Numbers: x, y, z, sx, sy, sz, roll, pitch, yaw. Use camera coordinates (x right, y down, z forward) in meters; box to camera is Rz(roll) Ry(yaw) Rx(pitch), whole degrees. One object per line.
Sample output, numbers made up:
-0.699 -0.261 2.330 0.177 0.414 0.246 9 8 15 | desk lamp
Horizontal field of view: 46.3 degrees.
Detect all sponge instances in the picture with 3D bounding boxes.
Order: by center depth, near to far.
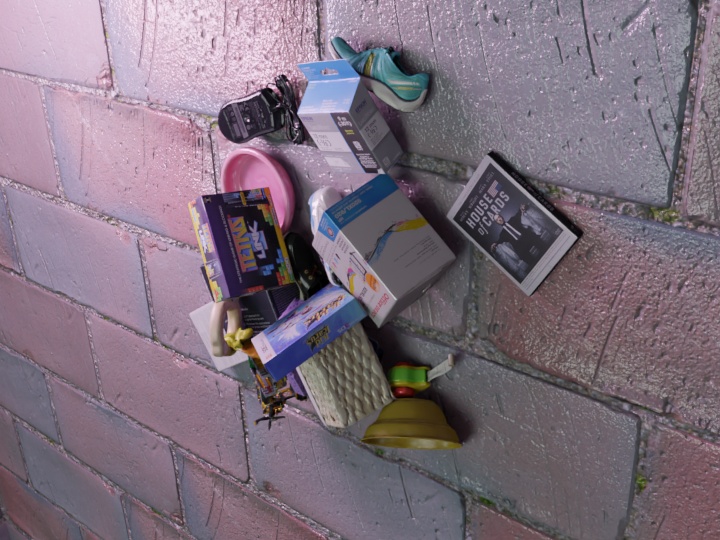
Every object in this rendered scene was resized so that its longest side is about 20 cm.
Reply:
-0.125 0.159 1.729 0.030 0.112 0.201 19 149 30 | sponge

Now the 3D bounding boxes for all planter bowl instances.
0.100 0.295 1.635 0.200 0.200 0.084 -14 65 45 | planter bowl

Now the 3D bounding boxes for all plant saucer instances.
-0.204 -0.159 1.737 0.200 0.051 0.202 21 124 35 | plant saucer

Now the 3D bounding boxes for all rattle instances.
-0.236 0.078 1.710 0.142 0.130 0.202 4 87 29 | rattle

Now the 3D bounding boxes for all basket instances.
-0.036 0.192 1.631 0.201 0.135 0.123 66 160 -7 | basket

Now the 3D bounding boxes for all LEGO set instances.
-0.161 0.243 1.814 0.116 0.153 0.201 -133 40 -51 | LEGO set

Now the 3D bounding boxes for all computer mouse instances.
-0.193 -0.303 1.658 0.199 0.053 0.139 -6 108 33 | computer mouse

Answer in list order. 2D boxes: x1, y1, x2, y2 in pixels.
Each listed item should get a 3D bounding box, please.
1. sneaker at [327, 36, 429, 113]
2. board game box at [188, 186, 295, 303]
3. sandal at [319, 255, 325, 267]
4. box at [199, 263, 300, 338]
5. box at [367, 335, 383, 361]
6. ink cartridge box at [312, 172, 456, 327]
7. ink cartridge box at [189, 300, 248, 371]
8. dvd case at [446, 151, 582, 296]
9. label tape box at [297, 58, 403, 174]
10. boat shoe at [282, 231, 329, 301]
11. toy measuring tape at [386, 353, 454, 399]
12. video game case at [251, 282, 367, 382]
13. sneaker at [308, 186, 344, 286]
0.032 -0.343 1.424 0.200 0.077 0.080 36 112 17 | sneaker
-0.228 -0.053 1.633 0.057 0.165 0.201 -19 86 45 | board game box
0.000 0.001 1.621 0.200 0.075 0.048 29 156 27 | sandal
-0.214 0.050 1.805 0.196 0.117 0.201 -8 107 44 | box
-0.017 0.193 1.757 0.121 0.032 0.201 32 130 25 | box
0.038 -0.034 1.482 0.200 0.144 0.147 51 157 10 | ink cartridge box
-0.303 0.138 1.992 0.199 0.047 0.161 -24 93 41 | ink cartridge box
0.247 -0.075 1.382 0.200 0.025 0.151 45 134 15 | dvd case
-0.033 -0.261 1.452 0.143 0.066 0.200 10 144 48 | label tape box
-0.102 0.013 1.716 0.063 0.074 0.202 0 117 44 | boat shoe
0.102 0.199 1.617 0.074 0.073 0.200 55 141 5 | toy measuring tape
-0.099 0.105 1.544 0.046 0.200 0.181 56 173 -16 | video game case
-0.056 -0.060 1.605 0.072 0.072 0.201 -33 60 47 | sneaker
